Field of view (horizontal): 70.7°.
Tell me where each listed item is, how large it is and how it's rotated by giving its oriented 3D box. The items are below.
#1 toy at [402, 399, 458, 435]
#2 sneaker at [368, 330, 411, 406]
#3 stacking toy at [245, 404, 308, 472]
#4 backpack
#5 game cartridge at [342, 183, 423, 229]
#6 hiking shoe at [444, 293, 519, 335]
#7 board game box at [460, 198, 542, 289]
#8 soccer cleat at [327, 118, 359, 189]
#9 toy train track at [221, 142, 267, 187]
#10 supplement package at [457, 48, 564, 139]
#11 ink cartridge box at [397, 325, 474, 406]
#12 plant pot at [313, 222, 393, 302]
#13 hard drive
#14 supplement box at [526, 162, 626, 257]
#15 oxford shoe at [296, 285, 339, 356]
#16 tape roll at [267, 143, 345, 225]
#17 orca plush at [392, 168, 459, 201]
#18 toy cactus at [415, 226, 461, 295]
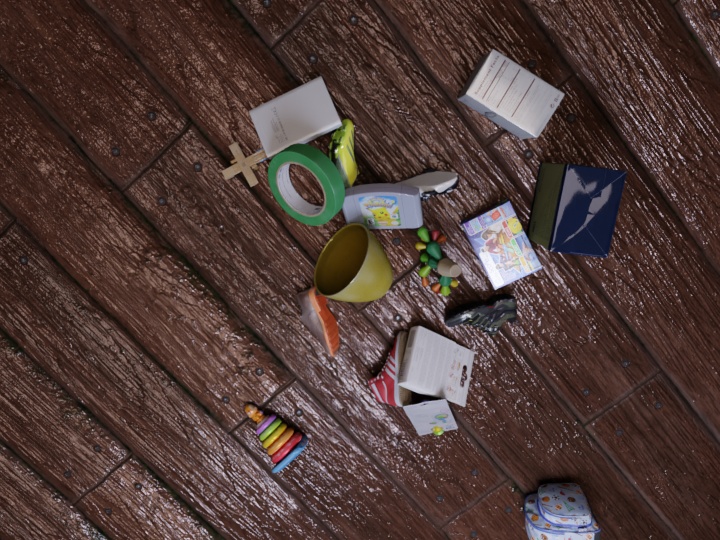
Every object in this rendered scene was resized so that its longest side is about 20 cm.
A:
[{"bbox_3d":[0.193,0.390,1.391,0.115,0.047,0.200,-14,136,11],"label":"toy"},{"bbox_3d":[0.083,0.267,1.393,0.112,0.071,0.201,-9,70,42],"label":"sneaker"},{"bbox_3d":[-0.253,0.452,1.435,0.110,0.116,0.200,-44,85,9],"label":"stacking toy"},{"bbox_3d":[0.562,0.703,1.436,0.190,0.200,0.155,-12,98,10],"label":"backpack"},{"bbox_3d":[0.051,-0.158,1.259,0.199,0.041,0.134,0,140,14],"label":"game cartridge"},{"bbox_3d":[0.326,0.134,1.356,0.199,0.076,0.101,-16,99,3],"label":"hiking shoe"},{"bbox_3d":[0.365,-0.066,1.318,0.135,0.034,0.200,-26,102,17],"label":"board game box"},{"bbox_3d":[-0.038,-0.277,1.282,0.083,0.065,0.201,4,100,-31],"label":"soccer cleat"},{"bbox_3d":[-0.256,-0.287,1.290,0.199,0.033,0.115,-28,94,1],"label":"toy train track"},{"bbox_3d":[0.352,-0.414,1.208,0.200,0.117,0.118,29,102,-6],"label":"supplement package"},{"bbox_3d":[0.206,0.259,1.367,0.200,0.050,0.161,27,66,-23],"label":"ink cartridge box"},{"bbox_3d":[0.000,0.000,1.287,0.142,0.200,0.200,30,103,-35],"label":"plant pot"},{"bbox_3d":[-0.160,-0.375,1.249,0.199,0.027,0.132,-24,82,6],"label":"hard drive"},{"bbox_3d":[0.509,-0.152,1.224,0.134,0.200,0.201,7,103,0],"label":"supplement box"},{"bbox_3d":[-0.114,0.141,1.376,0.073,0.071,0.201,-14,99,24],"label":"oxford shoe"},{"bbox_3d":[-0.132,-0.206,1.236,0.200,0.048,0.201,21,136,22],"label":"tape roll"},{"bbox_3d":[0.152,-0.193,1.287,0.199,0.105,0.071,-20,133,2],"label":"orca plush"},{"bbox_3d":[0.207,-0.016,1.286,0.102,0.165,0.201,-18,108,-16],"label":"toy cactus"}]
